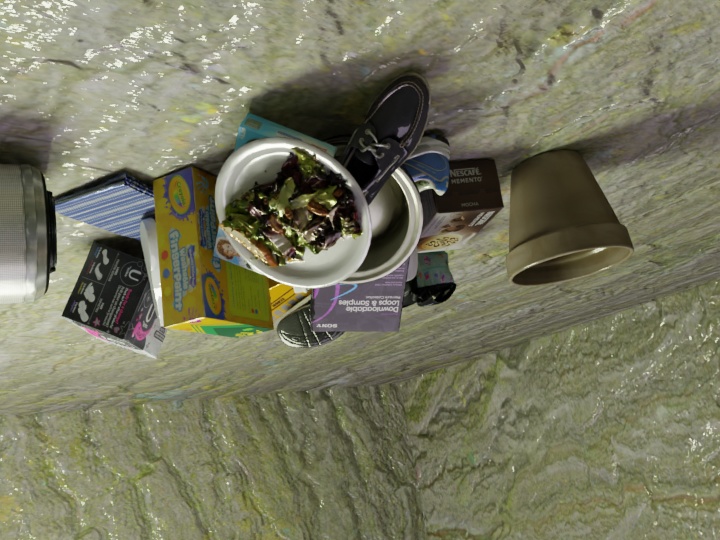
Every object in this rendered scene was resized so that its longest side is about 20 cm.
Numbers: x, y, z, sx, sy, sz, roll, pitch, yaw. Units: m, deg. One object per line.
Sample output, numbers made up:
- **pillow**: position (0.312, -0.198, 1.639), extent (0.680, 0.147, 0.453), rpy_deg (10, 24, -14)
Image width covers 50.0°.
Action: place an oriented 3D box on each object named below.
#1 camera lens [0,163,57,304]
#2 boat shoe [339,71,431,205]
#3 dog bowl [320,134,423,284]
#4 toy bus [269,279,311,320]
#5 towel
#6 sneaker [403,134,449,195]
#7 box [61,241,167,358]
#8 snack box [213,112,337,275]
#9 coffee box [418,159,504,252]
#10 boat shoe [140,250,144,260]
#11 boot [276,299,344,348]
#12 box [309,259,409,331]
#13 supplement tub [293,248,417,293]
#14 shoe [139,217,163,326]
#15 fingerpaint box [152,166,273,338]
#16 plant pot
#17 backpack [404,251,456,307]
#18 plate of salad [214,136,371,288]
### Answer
- **camera lens**: position (-0.456, -0.041, 0.880), extent (0.196, 0.164, 0.160), rpy_deg (-3, 164, -28)
- **boat shoe**: position (0.018, -0.135, 0.898), extent (0.201, 0.072, 0.063), rpy_deg (-55, -175, 27)
- **dog bowl**: position (-0.015, -0.086, 1.014), extent (0.195, 0.074, 0.204), rpy_deg (1, 122, 2)
- **toy bus**: position (-0.172, 0.049, 1.330), extent (0.077, 0.066, 0.199), rpy_deg (27, 134, -33)
- **towel**: position (-0.322, -0.087, 1.095), extent (0.142, 0.024, 0.199), rpy_deg (-14, 163, 22)
- **sneaker**: position (0.031, -0.127, 1.071), extent (0.196, 0.079, 0.075), rpy_deg (-13, 167, 21)
- **box**: position (-0.386, 0.057, 1.279), extent (0.112, 0.135, 0.200), rpy_deg (18, 166, 5)
- **snack box**: position (-0.109, -0.082, 0.949), extent (0.114, 0.037, 0.202), rpy_deg (20, 129, 0)
- **coffee box**: position (0.139, -0.098, 1.244), extent (0.110, 0.082, 0.200), rpy_deg (-5, 165, -15)
- **boat shoe**: position (-0.265, -0.033, 1.248), extent (0.197, 0.065, 0.073), rpy_deg (0, 180, 18)
- **boot**: position (-0.046, 0.051, 1.336), extent (0.200, 0.075, 0.154), rpy_deg (-24, -160, 6)
- **box**: position (0.000, 0.000, 1.138), extent (0.140, 0.036, 0.204), rpy_deg (0, 121, -9)
- **supplement tub**: position (-0.017, -0.042, 1.217), extent (0.195, 0.148, 0.145), rpy_deg (-9, 165, -3)
- **shoe**: position (-0.272, -0.004, 1.159), extent (0.089, 0.072, 0.203), rpy_deg (-15, 136, -19)
- **fingerpaint box**: position (-0.202, -0.018, 1.065), extent (0.072, 0.205, 0.166), rpy_deg (-14, 166, 23)
- **plant pot**: position (0.314, -0.087, 1.224), extent (0.195, 0.177, 0.200), rpy_deg (-10, 166, -2)
- **backpack**: position (0.097, 0.007, 1.482), extent (0.165, 0.130, 0.198), rpy_deg (-10, 180, 42)
- **plate of salad**: position (-0.083, -0.057, 0.899), extent (0.197, 0.202, 0.048), rpy_deg (-19, -155, 29)
